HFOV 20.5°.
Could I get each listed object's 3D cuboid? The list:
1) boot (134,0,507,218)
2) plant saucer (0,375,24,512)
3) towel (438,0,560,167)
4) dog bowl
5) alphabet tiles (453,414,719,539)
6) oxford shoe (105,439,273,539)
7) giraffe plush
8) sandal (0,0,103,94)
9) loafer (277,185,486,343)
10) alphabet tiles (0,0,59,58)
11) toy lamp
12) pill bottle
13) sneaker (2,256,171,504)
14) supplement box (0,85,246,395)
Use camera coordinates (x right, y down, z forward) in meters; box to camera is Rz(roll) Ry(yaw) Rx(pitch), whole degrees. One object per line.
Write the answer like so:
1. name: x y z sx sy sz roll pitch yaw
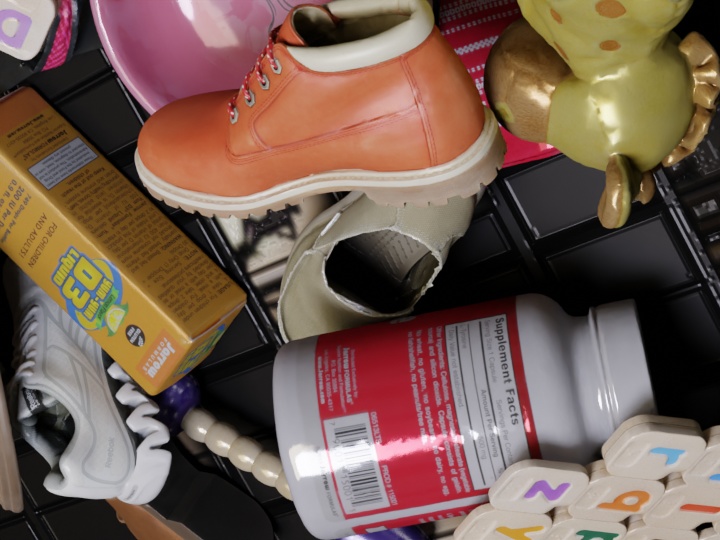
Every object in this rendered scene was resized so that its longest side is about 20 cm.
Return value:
1. boot: -0.036 -0.087 0.978 0.199 0.075 0.108 -5 135 26
2. plant saucer: -0.250 0.059 1.288 0.200 0.029 0.202 169 90 -78
3. towel: 0.027 -0.141 1.082 0.144 0.022 0.201 -12 108 36
4. dog bowl: -0.061 -0.150 1.073 0.199 0.074 0.201 15 121 26
5. alphabet tiles: 0.138 0.144 1.087 0.200 0.194 0.015 -56 36 40
6. oxford shoe: -0.153 0.141 1.328 0.200 0.071 0.071 42 135 5
7. giraffe plush: 0.114 -0.121 0.953 0.200 0.172 0.163 32 143 36
8. sandal: -0.197 -0.152 1.208 0.199 0.045 0.075 -27 98 40
9. loafer: 0.000 0.000 1.128 0.075 0.068 0.200 31 139 -5
10. alphabet tiles: -0.249 -0.192 1.067 0.199 0.015 0.196 26 131 -10
11. toy lamp: -0.046 0.132 1.261 0.199 0.058 0.058 32 129 18
12. pill bottle: 0.060 0.075 1.085 0.199 0.112 0.113 -11 111 8
13. sneaker: -0.191 0.061 1.266 0.201 0.081 0.075 60 135 31
14. supplement box: -0.169 -0.019 1.250 0.200 0.069 0.067 42 131 5
